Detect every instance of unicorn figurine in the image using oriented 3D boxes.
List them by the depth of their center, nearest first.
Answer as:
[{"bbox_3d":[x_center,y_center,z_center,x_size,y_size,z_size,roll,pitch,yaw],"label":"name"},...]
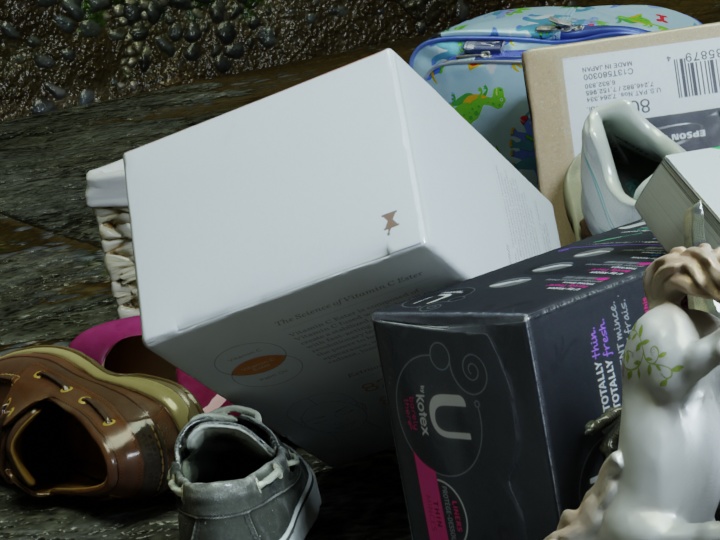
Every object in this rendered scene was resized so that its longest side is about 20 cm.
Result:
[{"bbox_3d":[0.122,0.084,1.042,0.137,0.201,0.074,9,-15,45],"label":"unicorn figurine"}]

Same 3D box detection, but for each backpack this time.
[{"bbox_3d":[0.138,-0.076,1.699,0.199,0.184,0.147,-4,13,19],"label":"backpack"}]

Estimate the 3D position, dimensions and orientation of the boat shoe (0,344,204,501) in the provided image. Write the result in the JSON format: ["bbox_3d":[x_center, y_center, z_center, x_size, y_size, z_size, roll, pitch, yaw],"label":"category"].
[{"bbox_3d":[-0.165,0.084,1.412,0.067,0.072,0.200,-16,15,-41],"label":"boat shoe"}]

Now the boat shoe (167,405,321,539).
[{"bbox_3d":[-0.057,0.099,1.264,0.070,0.064,0.200,-9,11,-1],"label":"boat shoe"}]

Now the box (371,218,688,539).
[{"bbox_3d":[0.118,0.052,1.201,0.200,0.123,0.106,-17,11,-40],"label":"box"}]

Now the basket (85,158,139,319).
[{"bbox_3d":[-0.062,-0.024,1.746,0.199,0.124,0.135,-2,13,30],"label":"basket"}]

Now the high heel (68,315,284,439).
[{"bbox_3d":[-0.121,0.064,1.476,0.200,0.068,0.096,6,8,43],"label":"high heel"}]

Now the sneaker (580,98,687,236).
[{"bbox_3d":[0.166,-0.007,1.325,0.070,0.080,0.200,-34,54,-7],"label":"sneaker"}]

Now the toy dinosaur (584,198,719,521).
[{"bbox_3d":[0.149,0.074,1.096,0.088,0.200,0.047,-32,-31,14],"label":"toy dinosaur"}]

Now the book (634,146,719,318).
[{"bbox_3d":[0.227,0.023,1.150,0.133,0.048,0.200,-13,55,-39],"label":"book"}]

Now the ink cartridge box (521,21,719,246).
[{"bbox_3d":[0.203,-0.057,1.553,0.199,0.165,0.075,-8,-16,5],"label":"ink cartridge box"}]

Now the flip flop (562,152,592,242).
[{"bbox_3d":[0.155,-0.024,1.431,0.081,0.058,0.200,-13,35,-2],"label":"flip flop"}]

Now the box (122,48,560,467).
[{"bbox_3d":[0.000,0.000,1.299,0.152,0.107,0.200,-19,-29,19],"label":"box"}]
